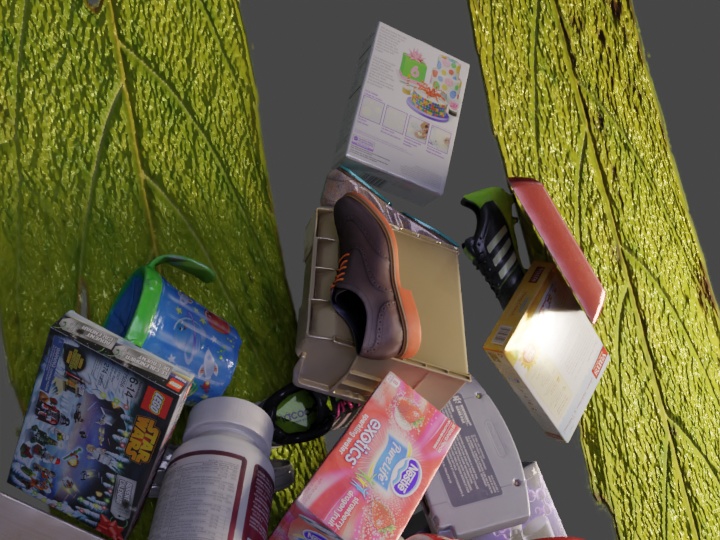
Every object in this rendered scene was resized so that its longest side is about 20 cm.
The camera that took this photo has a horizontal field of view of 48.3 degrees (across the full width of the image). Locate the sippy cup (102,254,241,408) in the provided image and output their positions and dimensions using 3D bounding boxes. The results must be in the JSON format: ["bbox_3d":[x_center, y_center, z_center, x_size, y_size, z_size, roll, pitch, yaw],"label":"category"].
[{"bbox_3d":[-0.204,0.084,0.861,0.129,0.140,0.180,27,96,-25],"label":"sippy cup"}]

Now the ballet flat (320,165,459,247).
[{"bbox_3d":[0.033,-0.054,1.030,0.198,0.068,0.068,33,87,-7],"label":"ballet flat"}]

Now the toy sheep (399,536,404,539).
[{"bbox_3d":[-0.012,0.312,0.881,0.135,0.138,0.204,-5,80,-23],"label":"toy sheep"}]

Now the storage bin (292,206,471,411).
[{"bbox_3d":[0.020,0.047,0.934,0.195,0.094,0.202,18,47,-17],"label":"storage bin"}]

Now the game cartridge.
[{"bbox_3d":[0.119,0.217,0.961,0.131,0.041,0.202,-11,54,-14],"label":"game cartridge"}]

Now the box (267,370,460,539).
[{"bbox_3d":[0.008,0.213,0.802,0.102,0.095,0.200,37,41,6],"label":"box"}]

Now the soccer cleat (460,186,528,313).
[{"bbox_3d":[0.181,-0.011,1.080,0.079,0.068,0.204,-8,80,-6],"label":"soccer cleat"}]

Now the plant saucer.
[{"bbox_3d":[0.257,-0.041,1.048,0.036,0.200,0.202,-31,92,12],"label":"plant saucer"}]

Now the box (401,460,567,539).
[{"bbox_3d":[0.147,0.339,0.974,0.197,0.079,0.143,-22,85,-25],"label":"box"}]

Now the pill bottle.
[{"bbox_3d":[-0.139,0.229,0.760,0.108,0.110,0.202,22,42,-16],"label":"pill bottle"}]

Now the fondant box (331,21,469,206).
[{"bbox_3d":[0.055,-0.206,1.069,0.142,0.058,0.204,20,72,-18],"label":"fondant box"}]

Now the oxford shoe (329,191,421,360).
[{"bbox_3d":[0.000,0.000,0.846,0.071,0.072,0.202,-4,56,-27],"label":"oxford shoe"}]

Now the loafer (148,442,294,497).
[{"bbox_3d":[-0.166,0.209,0.874,0.196,0.070,0.071,6,84,-21],"label":"loafer"}]

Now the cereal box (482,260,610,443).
[{"bbox_3d":[0.248,0.108,1.048,0.145,0.039,0.201,-54,126,-24],"label":"cereal box"}]

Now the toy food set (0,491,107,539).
[{"bbox_3d":[-0.323,0.312,0.799,0.198,0.060,0.145,29,80,-13],"label":"toy food set"}]

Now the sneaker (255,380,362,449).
[{"bbox_3d":[-0.041,0.154,0.929,0.197,0.087,0.075,-17,85,-25],"label":"sneaker"}]

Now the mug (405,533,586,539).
[{"bbox_3d":[0.138,0.325,0.829,0.198,0.133,0.180,22,95,-28],"label":"mug"}]

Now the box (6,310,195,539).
[{"bbox_3d":[-0.255,0.156,0.779,0.135,0.202,0.040,26,26,1],"label":"box"}]
